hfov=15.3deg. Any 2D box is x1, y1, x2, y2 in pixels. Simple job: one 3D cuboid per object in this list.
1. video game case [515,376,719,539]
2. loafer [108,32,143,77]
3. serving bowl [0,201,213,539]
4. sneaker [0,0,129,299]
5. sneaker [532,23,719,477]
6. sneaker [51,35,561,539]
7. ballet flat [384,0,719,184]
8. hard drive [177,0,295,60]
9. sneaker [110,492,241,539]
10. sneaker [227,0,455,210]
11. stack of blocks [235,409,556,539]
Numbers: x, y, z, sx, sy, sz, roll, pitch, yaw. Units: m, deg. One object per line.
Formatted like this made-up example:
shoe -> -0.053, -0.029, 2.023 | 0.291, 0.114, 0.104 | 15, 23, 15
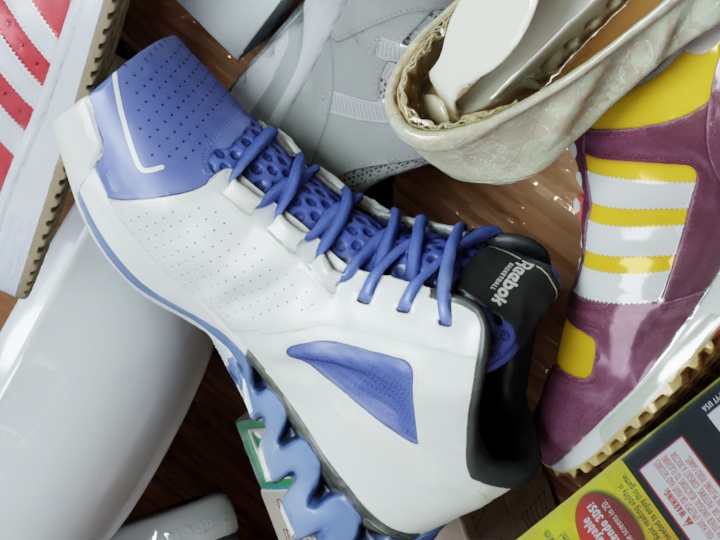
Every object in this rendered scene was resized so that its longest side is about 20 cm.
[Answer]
video game case -> 0.117, 0.135, 0.813 | 0.026, 0.180, 0.200 | 46, -173, -46
loafer -> -0.154, -0.129, 0.974 | 0.063, 0.072, 0.200 | -34, 102, 24
serving bowl -> -0.101, 0.046, 0.960 | 0.066, 0.201, 0.200 | 29, 131, -8
sneaker -> -0.138, -0.091, 0.912 | 0.112, 0.071, 0.201 | 20, 119, -3
sneaker -> 0.099, -0.020, 0.868 | 0.090, 0.075, 0.200 | 45, 126, 14
sneaker -> 0.000, 0.001, 0.870 | 0.115, 0.081, 0.200 | -26, 103, 34
ballet flat -> 0.085, -0.099, 0.785 | 0.200, 0.062, 0.068 | -47, 59, 19
hard drive -> -0.078, -0.184, 0.910 | 0.200, 0.026, 0.132 | 45, 131, 3
sneaker -> -0.095, 0.159, 1.047 | 0.200, 0.073, 0.113 | -26, 81, 61
sneaker -> 0.023, -0.080, 0.886 | 0.082, 0.075, 0.200 | 38, 142, -3
stack of blocks -> 0.022, 0.129, 1.006 | 0.115, 0.059, 0.201 | -6, 113, 36
